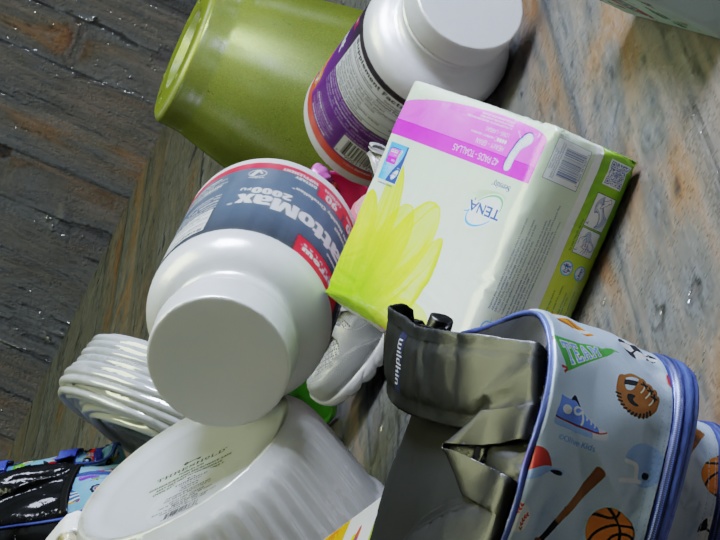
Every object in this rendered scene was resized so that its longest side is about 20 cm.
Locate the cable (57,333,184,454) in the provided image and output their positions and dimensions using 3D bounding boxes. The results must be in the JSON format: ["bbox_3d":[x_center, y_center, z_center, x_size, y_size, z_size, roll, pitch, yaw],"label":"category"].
[{"bbox_3d":[-0.129,0.112,1.923,0.069,0.200,0.200,-63,-2,-13],"label":"cable"}]

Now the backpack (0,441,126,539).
[{"bbox_3d":[-0.181,0.219,1.924,0.135,0.200,0.183,-90,-15,-60],"label":"backpack"}]

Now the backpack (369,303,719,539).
[{"bbox_3d":[0.077,0.109,1.124,0.191,0.154,0.200,130,152,-75],"label":"backpack"}]

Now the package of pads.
[{"bbox_3d":[0.064,-0.020,1.524,0.200,0.068,0.155,25,93,63],"label":"package of pads"}]

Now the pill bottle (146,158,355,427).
[{"bbox_3d":[-0.072,0.017,1.643,0.120,0.120,0.200,-62,5,25],"label":"pill bottle"}]

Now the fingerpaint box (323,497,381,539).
[{"bbox_3d":[0.010,0.228,1.389,0.167,0.073,0.200,-45,25,60],"label":"fingerpaint box"}]

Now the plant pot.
[{"bbox_3d":[-0.061,-0.149,2.139,0.200,0.193,0.200,-61,13,25],"label":"plant pot"}]

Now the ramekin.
[{"bbox_3d":[-0.086,0.164,1.636,0.200,0.105,0.200,-27,18,10],"label":"ramekin"}]

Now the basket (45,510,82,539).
[{"bbox_3d":[-0.183,0.282,1.777,0.200,0.136,0.123,125,160,-44],"label":"basket"}]

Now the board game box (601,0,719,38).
[{"bbox_3d":[0.186,-0.220,1.482,0.148,0.064,0.200,-65,13,5],"label":"board game box"}]

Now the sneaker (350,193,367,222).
[{"bbox_3d":[0.052,-0.040,1.705,0.200,0.075,0.105,-127,56,-68],"label":"sneaker"}]

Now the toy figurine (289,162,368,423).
[{"bbox_3d":[-0.052,-0.009,1.947,0.184,0.150,0.200,-61,-26,-27],"label":"toy figurine"}]

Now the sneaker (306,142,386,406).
[{"bbox_3d":[0.000,0.000,1.848,0.075,0.082,0.200,-136,70,-78],"label":"sneaker"}]

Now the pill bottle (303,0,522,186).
[{"bbox_3d":[0.041,-0.150,1.879,0.200,0.111,0.111,-48,22,57],"label":"pill bottle"}]
